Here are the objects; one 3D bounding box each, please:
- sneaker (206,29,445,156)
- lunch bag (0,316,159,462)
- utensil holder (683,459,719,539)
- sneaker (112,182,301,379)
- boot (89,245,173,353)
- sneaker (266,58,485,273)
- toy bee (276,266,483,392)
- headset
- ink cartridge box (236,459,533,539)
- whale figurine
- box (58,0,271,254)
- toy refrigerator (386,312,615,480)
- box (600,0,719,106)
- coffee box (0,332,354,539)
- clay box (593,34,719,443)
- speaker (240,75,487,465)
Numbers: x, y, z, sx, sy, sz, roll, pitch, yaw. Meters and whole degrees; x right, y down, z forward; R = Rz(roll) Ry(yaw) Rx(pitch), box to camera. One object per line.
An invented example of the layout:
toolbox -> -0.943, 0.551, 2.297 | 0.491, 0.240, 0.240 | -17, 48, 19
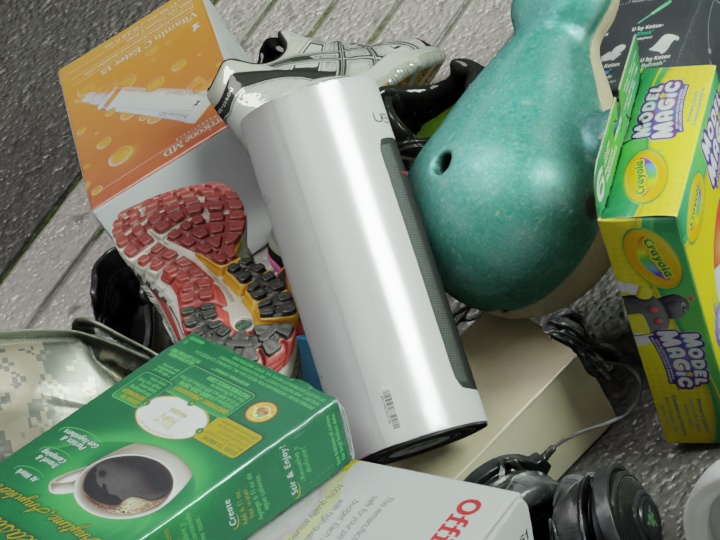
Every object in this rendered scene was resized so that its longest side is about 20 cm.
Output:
sneaker -> -0.021, -0.130, 1.698 | 0.200, 0.088, 0.076 | -26, -25, -52
lunch bag -> -0.173, 0.102, 1.447 | 0.199, 0.164, 0.118 | -4, 70, -6
utensil holder -> 0.269, 0.079, 1.198 | 0.169, 0.170, 0.200 | 6, 49, 44
sneaker -> -0.087, 0.020, 1.459 | 0.077, 0.083, 0.200 | -18, 38, -9
boot -> -0.132, 0.032, 1.615 | 0.069, 0.132, 0.200 | -18, 37, 0
sneaker -> 0.017, -0.070, 1.652 | 0.199, 0.088, 0.074 | -31, 43, 6
toy bee -> -0.032, 0.035, 1.552 | 0.199, 0.131, 0.109 | -30, 76, -3
headset -> 0.097, 0.125, 1.348 | 0.123, 0.094, 0.201 | 3, 62, 37
ink cartridge box -> -0.027, 0.166, 1.288 | 0.199, 0.085, 0.145 | 8, 36, 33
whale figurine -> 0.087, -0.077, 1.424 | 0.159, 0.103, 0.201 | -3, 70, 49
box -> -0.125, -0.090, 1.794 | 0.124, 0.098, 0.200 | -31, 35, 6
toy refrigerator -> 0.043, 0.119, 1.430 | 0.200, 0.070, 0.076 | -45, 43, -13
box -> 0.194, -0.133, 1.552 | 0.106, 0.122, 0.201 | -7, 44, 35
coffee box -> -0.116, 0.112, 1.284 | 0.200, 0.044, 0.123 | -35, 38, -31
clay box -> 0.172, -0.016, 1.360 | 0.047, 0.201, 0.115 | 0, 46, 22
speaker -> 0.000, 0.000, 1.376 | 0.081, 0.081, 0.201 | -21, 79, 19
